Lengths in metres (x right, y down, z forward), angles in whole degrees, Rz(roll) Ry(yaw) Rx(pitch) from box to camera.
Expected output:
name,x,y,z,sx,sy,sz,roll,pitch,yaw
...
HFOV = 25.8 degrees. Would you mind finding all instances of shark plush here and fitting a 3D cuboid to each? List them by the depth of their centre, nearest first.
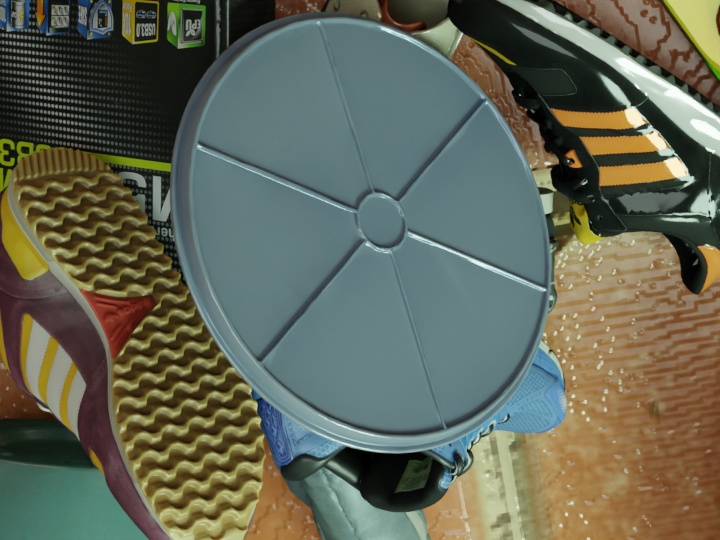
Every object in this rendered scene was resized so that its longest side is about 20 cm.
name,x,y,z,sx,sy,sz,roll,pitch,yaw
shark plush,-0.003,0.154,0.818,0.090,0.083,0.202,-3,103,7

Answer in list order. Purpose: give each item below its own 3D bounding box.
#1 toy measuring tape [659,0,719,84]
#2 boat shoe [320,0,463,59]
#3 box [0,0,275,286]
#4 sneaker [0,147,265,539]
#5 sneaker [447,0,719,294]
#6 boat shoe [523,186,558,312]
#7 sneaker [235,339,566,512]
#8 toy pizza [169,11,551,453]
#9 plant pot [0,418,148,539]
name,x,y,z,sx,sy,sz,roll,pitch,yaw
toy measuring tape,0.165,-0.152,0.736,0.073,0.074,0.200,-36,97,13
boat shoe,0.023,-0.130,0.760,0.071,0.063,0.201,30,106,-3
box,-0.134,-0.051,0.768,0.199,0.047,0.195,11,103,30
sneaker,-0.111,0.047,0.707,0.090,0.075,0.201,-47,63,47
sneaker,0.113,-0.059,0.743,0.199,0.070,0.090,29,101,-18
boat shoe,0.000,0.000,0.788,0.198,0.072,0.068,-5,103,7
sneaker,0.026,0.074,0.752,0.078,0.199,0.090,-33,63,43
toy pizza,0.002,-0.018,0.698,0.201,0.200,0.032,55,144,-8
plant pot,-0.154,0.163,0.787,0.199,0.201,0.163,6,93,5
